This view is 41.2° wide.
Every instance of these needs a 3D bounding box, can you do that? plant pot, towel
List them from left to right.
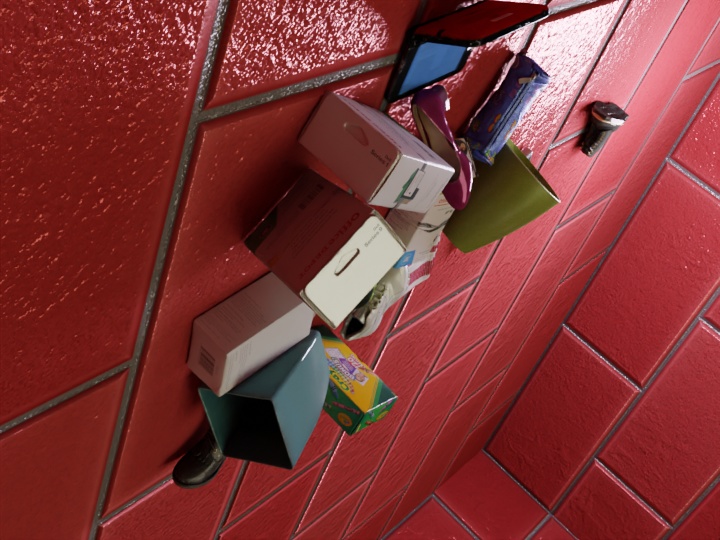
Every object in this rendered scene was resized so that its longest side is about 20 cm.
[{"bbox_3d":[-0.137,0.187,1.543,0.201,0.139,0.144,-54,140,-46],"label":"plant pot"},{"bbox_3d":[0.105,-0.012,1.921,0.143,0.023,0.202,-37,156,-30],"label":"towel"},{"bbox_3d":[0.242,-0.133,1.807,0.200,0.188,0.186,-42,162,15],"label":"plant pot"}]

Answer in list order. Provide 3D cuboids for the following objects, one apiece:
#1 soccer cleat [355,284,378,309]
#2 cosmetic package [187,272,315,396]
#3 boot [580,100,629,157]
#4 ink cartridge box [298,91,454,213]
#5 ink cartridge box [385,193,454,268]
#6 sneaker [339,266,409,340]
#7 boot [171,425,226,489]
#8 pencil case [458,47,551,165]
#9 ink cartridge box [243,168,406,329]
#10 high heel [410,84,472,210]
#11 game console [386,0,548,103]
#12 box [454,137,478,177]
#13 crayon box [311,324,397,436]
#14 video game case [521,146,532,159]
[{"bbox_3d":[0.000,0.000,1.677,0.079,0.069,0.201,0,146,-23],"label":"soccer cleat"},{"bbox_3d":[-0.160,0.086,1.457,0.199,0.081,0.114,-34,155,-39],"label":"cosmetic package"},{"bbox_3d":[0.561,-0.322,2.269,0.139,0.078,0.199,-54,159,24],"label":"boot"},{"bbox_3d":[0.025,-0.159,1.322,0.085,0.146,0.199,-54,159,16],"label":"ink cartridge box"},{"bbox_3d":[0.112,-0.109,1.700,0.115,0.068,0.202,-17,141,-56],"label":"ink cartridge box"},{"bbox_3d":[0.027,0.057,1.783,0.202,0.074,0.087,-62,168,26],"label":"sneaker"},{"bbox_3d":[-0.243,0.258,1.620,0.199,0.069,0.176,-40,152,-36],"label":"boot"},{"bbox_3d":[0.253,-0.283,1.678,0.202,0.077,0.087,-55,-172,13],"label":"pencil case"},{"bbox_3d":[-0.051,-0.033,1.289,0.146,0.200,0.088,-47,123,-5],"label":"ink cartridge box"},{"bbox_3d":[0.117,-0.179,1.472,0.096,0.066,0.204,-40,116,-53],"label":"high heel"},{"bbox_3d":[0.154,-0.311,1.383,0.199,0.170,0.121,-32,127,-40],"label":"game console"},{"bbox_3d":[0.123,-0.174,1.587,0.049,0.077,0.199,-17,180,36],"label":"box"},{"bbox_3d":[-0.043,0.192,1.707,0.118,0.200,0.059,-14,142,-57],"label":"crayon box"},{"bbox_3d":[0.288,-0.151,2.062,0.199,0.023,0.183,-41,158,-21],"label":"video game case"}]
